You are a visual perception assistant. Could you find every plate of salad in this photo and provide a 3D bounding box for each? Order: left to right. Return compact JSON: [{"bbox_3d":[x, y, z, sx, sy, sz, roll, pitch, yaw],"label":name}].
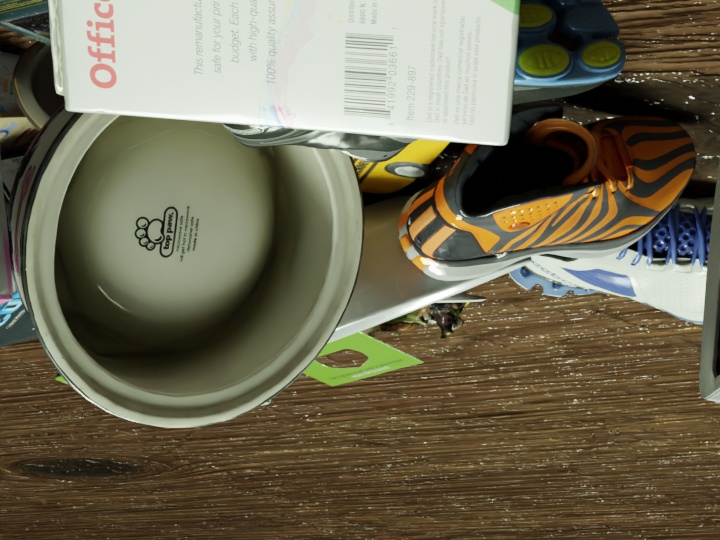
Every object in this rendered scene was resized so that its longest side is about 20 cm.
[{"bbox_3d":[-0.011,0.027,1.763,0.199,0.048,0.200,1,180,0],"label":"plate of salad"}]

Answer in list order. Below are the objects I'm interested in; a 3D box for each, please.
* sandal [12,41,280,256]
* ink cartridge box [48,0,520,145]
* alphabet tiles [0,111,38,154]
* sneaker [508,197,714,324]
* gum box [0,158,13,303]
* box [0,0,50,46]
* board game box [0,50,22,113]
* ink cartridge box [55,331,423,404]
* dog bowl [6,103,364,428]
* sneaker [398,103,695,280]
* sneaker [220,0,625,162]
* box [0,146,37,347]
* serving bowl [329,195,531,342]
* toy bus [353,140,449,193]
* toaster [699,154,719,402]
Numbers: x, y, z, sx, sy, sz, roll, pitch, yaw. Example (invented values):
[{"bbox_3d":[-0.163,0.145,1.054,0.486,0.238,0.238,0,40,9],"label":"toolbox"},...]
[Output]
[{"bbox_3d":[-0.106,-0.073,1.437,0.200,0.082,0.055,38,150,-1],"label":"sandal"},{"bbox_3d":[-0.030,-0.140,1.078,0.199,0.088,0.146,3,130,2],"label":"ink cartridge box"},{"bbox_3d":[-0.217,-0.050,1.572,0.167,0.008,0.200,-39,166,26],"label":"alphabet tiles"},{"bbox_3d":[0.178,-0.019,1.620,0.198,0.081,0.115,4,168,14],"label":"sneaker"},{"bbox_3d":[-0.251,-0.072,1.340,0.066,0.201,0.113,3,167,-43],"label":"gum box"},{"bbox_3d":[-0.090,-0.146,1.301,0.199,0.038,0.136,-7,161,41],"label":"box"},{"bbox_3d":[-0.328,-0.073,1.487,0.198,0.044,0.200,12,139,-39],"label":"board game box"},{"bbox_3d":[-0.081,0.065,1.697,0.199,0.076,0.148,24,160,-22],"label":"ink cartridge box"},{"bbox_3d":[-0.101,-0.021,1.357,0.199,0.201,0.074,14,-175,-31],"label":"dog bowl"},{"bbox_3d":[0.125,-0.053,1.426,0.199,0.078,0.112,-22,168,-28],"label":"sneaker"},{"bbox_3d":[0.024,-0.097,1.193,0.199,0.071,0.083,-9,157,1],"label":"sneaker"},{"bbox_3d":[-0.218,-0.012,1.588,0.159,0.046,0.200,-17,159,-50],"label":"box"},{"bbox_3d":[0.000,0.000,1.526,0.199,0.066,0.200,-20,177,-1],"label":"serving bowl"},{"bbox_3d":[0.016,-0.098,1.399,0.078,0.065,0.200,9,166,-9],"label":"toy bus"},{"bbox_3d":[0.270,-0.015,1.403,0.118,0.182,0.200,10,165,-6],"label":"toaster"}]
